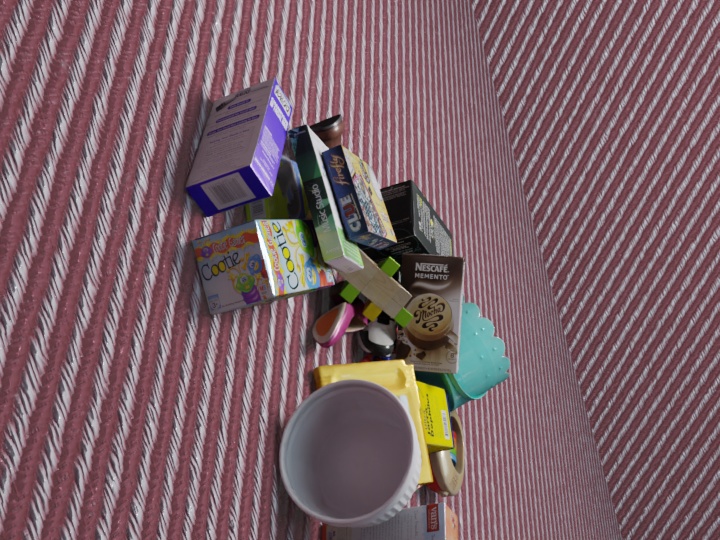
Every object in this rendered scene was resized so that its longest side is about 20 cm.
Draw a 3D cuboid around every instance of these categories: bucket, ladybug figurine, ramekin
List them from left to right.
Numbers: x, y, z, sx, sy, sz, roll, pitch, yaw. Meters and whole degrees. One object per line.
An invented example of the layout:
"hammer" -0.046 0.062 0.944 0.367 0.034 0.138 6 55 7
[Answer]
"ramekin" -0.006 0.265 1.306 0.105 0.197 0.203 55 28 -60
"ladybug figurine" 0.155 0.351 1.803 0.202 0.071 0.136 -81 149 -47
"bucket" 0.175 0.162 1.777 0.207 0.134 0.208 48 -22 26

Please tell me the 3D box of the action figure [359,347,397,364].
"action figure" 0.038 0.163 1.676 0.200 0.051 0.066 -46 123 -63

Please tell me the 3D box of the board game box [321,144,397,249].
"board game box" 0.001 -0.108 1.427 0.200 0.034 0.137 15 56 -75

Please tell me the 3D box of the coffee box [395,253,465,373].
"coffee box" 0.124 0.073 1.634 0.080 0.111 0.203 -10 103 -82

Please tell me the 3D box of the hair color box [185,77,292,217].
"hair color box" -0.167 -0.175 1.299 0.065 0.108 0.202 55 29 -40

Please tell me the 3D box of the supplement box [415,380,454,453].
"supplement box" 0.078 0.262 1.620 0.200 0.107 0.111 28 51 -62

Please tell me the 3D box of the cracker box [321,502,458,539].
"cracker box" 0.040 0.415 1.306 0.058 0.198 0.135 51 32 -45

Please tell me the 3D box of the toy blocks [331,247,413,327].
"toy blocks" 0.000 0.000 1.564 0.199 0.100 0.137 40 1 -20

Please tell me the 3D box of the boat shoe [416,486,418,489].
"boat shoe" 0.069 0.351 1.573 0.200 0.062 0.072 32 83 -58

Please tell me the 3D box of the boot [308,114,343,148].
"boot" -0.036 -0.156 1.581 0.202 0.068 0.188 68 -17 -3

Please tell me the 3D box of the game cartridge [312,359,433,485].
"game cartridge" 0.021 0.245 1.458 0.174 0.032 0.203 -2 75 -27

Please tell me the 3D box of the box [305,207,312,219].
"box" -0.061 -0.079 1.465 0.039 0.041 0.201 59 29 -34

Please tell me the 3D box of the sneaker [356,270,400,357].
"sneaker" 0.038 0.073 1.664 0.201 0.073 0.081 -86 -169 -51

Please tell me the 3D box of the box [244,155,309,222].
"box" -0.118 -0.112 1.462 0.199 0.047 0.124 19 60 -64

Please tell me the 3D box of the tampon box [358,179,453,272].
"tampon box" 0.076 -0.051 1.763 0.200 0.148 0.128 48 35 -50

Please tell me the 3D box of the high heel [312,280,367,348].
"high heel" -0.025 0.098 1.532 0.097 0.067 0.200 56 13 -17

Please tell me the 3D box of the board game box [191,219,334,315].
"board game box" -0.130 -0.009 1.289 0.200 0.104 0.105 -9 84 -68

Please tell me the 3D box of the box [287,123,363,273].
"box" -0.050 -0.101 1.372 0.144 0.036 0.203 33 39 -76
